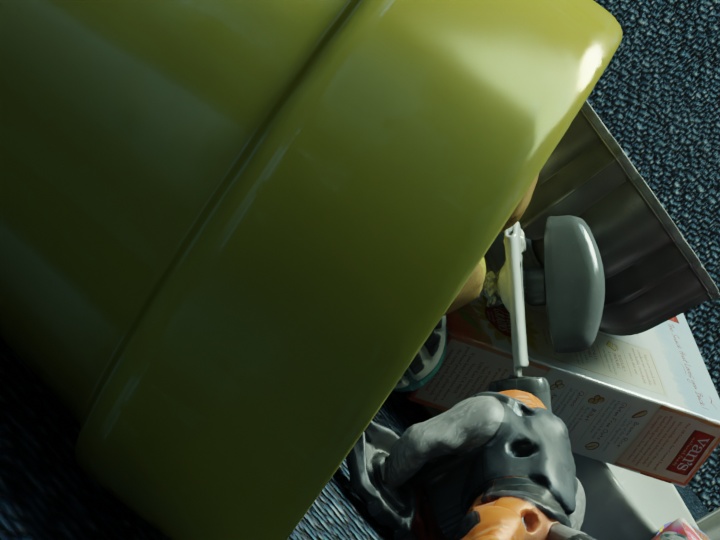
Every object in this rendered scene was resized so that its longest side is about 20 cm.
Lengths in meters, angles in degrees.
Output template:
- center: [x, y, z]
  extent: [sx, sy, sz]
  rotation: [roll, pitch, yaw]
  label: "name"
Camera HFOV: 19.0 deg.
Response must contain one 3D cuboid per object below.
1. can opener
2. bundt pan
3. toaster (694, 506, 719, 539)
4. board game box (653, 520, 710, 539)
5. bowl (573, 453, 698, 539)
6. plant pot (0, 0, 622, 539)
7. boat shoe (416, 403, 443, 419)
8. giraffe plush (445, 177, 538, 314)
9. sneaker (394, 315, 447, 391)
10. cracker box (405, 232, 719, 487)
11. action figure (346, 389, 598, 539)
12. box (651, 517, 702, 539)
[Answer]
- center: [0.095, 0.071, 1.118]
  extent: [0.053, 0.066, 0.202]
  rotation: [26, 63, -80]
  label: "can opener"
- center: [0.119, -0.046, 1.236]
  extent: [0.202, 0.076, 0.202]
  rotation: [53, 7, -9]
  label: "bundt pan"
- center: [0.315, 0.261, 1.530]
  extent: [0.181, 0.118, 0.201]
  rotation: [55, -16, 40]
  label: "toaster"
- center: [0.232, 0.237, 1.265]
  extent: [0.158, 0.039, 0.201]
  rotation: [36, 38, -47]
  label: "board game box"
- center: [0.151, 0.147, 1.389]
  extent: [0.200, 0.074, 0.200]
  rotation: [47, 10, -36]
  label: "bowl"
- center: [-0.054, -0.041, 0.633]
  extent: [0.188, 0.201, 0.201]
  rotation: [34, 6, 0]
  label: "plant pot"
- center: [0.053, 0.047, 1.350]
  extent: [0.200, 0.065, 0.073]
  rotation: [55, 8, 34]
  label: "boat shoe"
- center: [-0.001, -0.067, 1.149]
  extent: [0.162, 0.172, 0.201]
  rotation: [-19, 85, -83]
  label: "giraffe plush"
- center: [0.000, 0.000, 1.242]
  extent: [0.200, 0.077, 0.080]
  rotation: [56, 0, 44]
  label: "sneaker"
- center: [0.113, 0.043, 1.292]
  extent: [0.199, 0.058, 0.134]
  rotation: [19, 32, -23]
  label: "cracker box"
- center: [0.086, 0.130, 0.957]
  extent: [0.200, 0.104, 0.194]
  rotation: [44, 18, -32]
  label: "action figure"
- center: [0.195, 0.239, 1.097]
  extent: [0.200, 0.095, 0.103]
  rotation: [50, 7, -3]
  label: "box"
